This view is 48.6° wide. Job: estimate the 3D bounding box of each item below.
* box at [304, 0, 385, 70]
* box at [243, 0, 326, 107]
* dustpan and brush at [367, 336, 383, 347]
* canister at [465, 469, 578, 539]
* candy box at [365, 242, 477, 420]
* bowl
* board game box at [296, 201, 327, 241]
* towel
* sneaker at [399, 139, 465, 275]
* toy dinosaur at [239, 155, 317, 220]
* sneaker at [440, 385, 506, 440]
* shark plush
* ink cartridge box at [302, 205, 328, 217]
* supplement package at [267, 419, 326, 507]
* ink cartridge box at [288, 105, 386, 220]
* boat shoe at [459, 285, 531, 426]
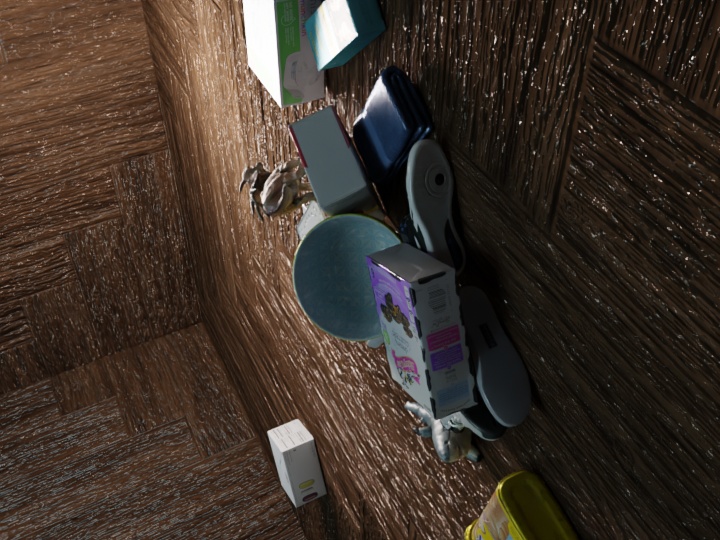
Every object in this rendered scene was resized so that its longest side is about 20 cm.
[{"bbox_3d":[-0.028,-0.378,1.234,0.199,0.048,0.084,-5,103,70],"label":"box"},{"bbox_3d":[-0.135,-0.427,1.418,0.203,0.095,0.177,91,155,-42],"label":"box"},{"bbox_3d":[0.038,0.102,1.361,0.200,0.137,0.058,123,164,-65],"label":"dustpan and brush"},{"bbox_3d":[0.235,0.401,1.176,0.150,0.085,0.202,58,155,31],"label":"canister"},{"bbox_3d":[0.085,0.081,1.126,0.167,0.070,0.204,-147,42,-66],"label":"candy box"},{"bbox_3d":[0.000,0.000,1.274,0.108,0.196,0.204,-42,-62,-69],"label":"bowl"},{"bbox_3d":[-0.052,-0.017,1.451,0.203,0.025,0.200,65,163,7],"label":"board game box"},{"bbox_3d":[0.042,-0.214,1.196,0.113,0.048,0.200,66,161,9],"label":"towel"},{"bbox_3d":[0.085,-0.091,1.151,0.111,0.072,0.204,26,133,62],"label":"sneaker"},{"bbox_3d":[-0.137,-0.126,1.313,0.201,0.133,0.087,-103,-13,-68],"label":"toy dinosaur"},{"bbox_3d":[0.169,0.213,1.206,0.201,0.074,0.117,-123,21,-58],"label":"sneaker"},{"bbox_3d":[0.126,0.254,1.339,0.200,0.082,0.092,44,147,53],"label":"shark plush"},{"bbox_3d":[-0.039,-0.049,1.535,0.200,0.066,0.118,47,150,48],"label":"ink cartridge box"},{"bbox_3d":[-0.198,0.602,2.496,0.155,0.109,0.204,29,135,63],"label":"supplement package"},{"bbox_3d":[-0.033,-0.155,1.296,0.200,0.082,0.147,47,-161,-75],"label":"ink cartridge box"},{"bbox_3d":[0.174,0.124,1.112,0.066,0.071,0.203,106,142,-65],"label":"boat shoe"}]
